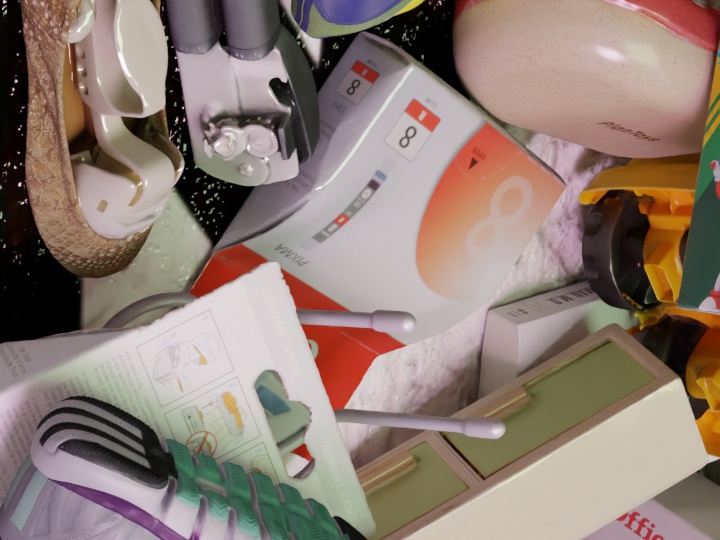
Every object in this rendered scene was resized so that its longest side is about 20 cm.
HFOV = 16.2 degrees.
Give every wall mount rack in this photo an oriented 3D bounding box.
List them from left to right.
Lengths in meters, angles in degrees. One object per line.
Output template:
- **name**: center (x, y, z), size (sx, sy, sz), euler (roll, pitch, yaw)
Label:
- **wall mount rack**: center (-0.037, 0.072, 1.226), size (0.173, 0.075, 0.200), euler (-32, 143, 6)

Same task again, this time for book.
- **book**: center (0.147, 0.064, 1.476), size (0.200, 0.048, 0.134), euler (-16, 121, -39)

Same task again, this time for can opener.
- **can opener**: center (-0.059, -0.121, 1.130), size (0.067, 0.052, 0.200), euler (-69, 158, -44)

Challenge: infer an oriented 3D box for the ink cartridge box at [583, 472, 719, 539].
- **ink cartridge box**: center (0.188, 0.240, 1.554), size (0.083, 0.146, 0.201), euler (5, 111, -46)

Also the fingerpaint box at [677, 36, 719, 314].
- **fingerpaint box**: center (0.253, -0.050, 1.270), size (0.200, 0.073, 0.167), euler (10, 90, -51)

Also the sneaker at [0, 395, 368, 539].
- **sneaker**: center (-0.070, 0.132, 1.109), size (0.200, 0.074, 0.088), euler (30, 108, -19)

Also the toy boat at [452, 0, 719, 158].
- **toy boat**: center (0.134, -0.136, 1.281), size (0.200, 0.130, 0.131), euler (13, 76, -50)

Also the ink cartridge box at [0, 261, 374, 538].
- **ink cartridge box**: center (-0.110, 0.095, 1.145), size (0.200, 0.050, 0.163), euler (-28, 120, -14)

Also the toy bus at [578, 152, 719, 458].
- **toy bus**: center (0.236, -0.014, 1.426), size (0.192, 0.135, 0.200), euler (-49, 127, -36)

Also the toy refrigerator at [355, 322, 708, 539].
- **toy refrigerator**: center (0.079, 0.111, 1.364), size (0.200, 0.076, 0.070), euler (-29, 122, -10)

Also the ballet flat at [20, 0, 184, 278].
- **ballet flat**: center (-0.109, -0.068, 1.091), size (0.070, 0.065, 0.200), euler (-31, 135, -28)

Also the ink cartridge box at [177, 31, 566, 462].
- **ink cartridge box**: center (0.000, 0.000, 1.267), size (0.162, 0.050, 0.200), euler (33, 89, -51)

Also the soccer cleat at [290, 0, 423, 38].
- **soccer cleat**: center (0.042, -0.172, 1.198), size (0.200, 0.065, 0.084), euler (-33, 166, -33)

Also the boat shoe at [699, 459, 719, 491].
- **boat shoe**: center (0.259, 0.075, 1.565), size (0.072, 0.060, 0.202), euler (7, 111, -12)
